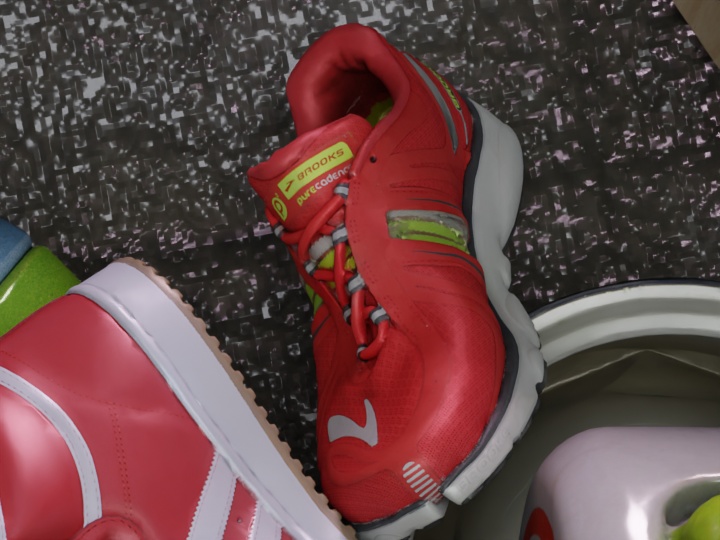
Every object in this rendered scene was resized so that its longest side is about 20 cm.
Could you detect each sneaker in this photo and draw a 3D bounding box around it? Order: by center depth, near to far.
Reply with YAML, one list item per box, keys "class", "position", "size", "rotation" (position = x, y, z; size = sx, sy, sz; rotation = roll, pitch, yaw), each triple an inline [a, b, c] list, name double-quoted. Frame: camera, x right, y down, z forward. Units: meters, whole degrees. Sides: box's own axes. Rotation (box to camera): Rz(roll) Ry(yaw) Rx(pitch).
- class: "sneaker"
  position: [-0.052, 0.102, 0.771]
  size: [0.112, 0.071, 0.200]
  rotation: [-32, 76, -26]
- class: "sneaker"
  position: [0.000, 0.000, 0.834]
  size: [0.077, 0.200, 0.085]
  rotation: [-35, 122, 22]

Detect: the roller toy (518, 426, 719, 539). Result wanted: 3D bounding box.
- class: "roller toy"
  position: [0.116, 0.134, 0.759]
  size: [0.139, 0.200, 0.183]
  rotation: [1, 100, -4]

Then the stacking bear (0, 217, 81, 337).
- class: "stacking bear"
  position: [-0.110, 0.050, 0.864]
  size: [0.200, 0.114, 0.122]
  rotation: [38, 86, -5]

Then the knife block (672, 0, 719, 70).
- class: "knife block"
  position: [0.155, -0.151, 0.827]
  size: [0.200, 0.175, 0.064]
  rotation: [-38, 64, 14]

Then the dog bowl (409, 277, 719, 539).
- class: "dog bowl"
  position: [0.094, 0.104, 0.885]
  size: [0.199, 0.074, 0.201]
  rotation: [0, 87, -4]
